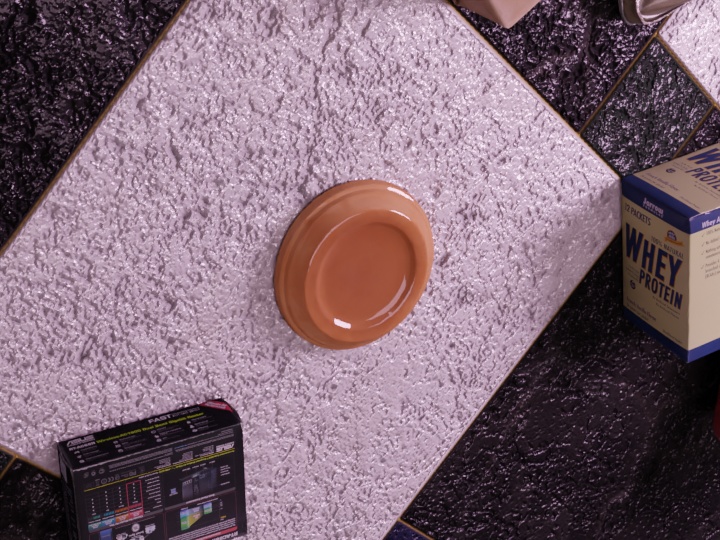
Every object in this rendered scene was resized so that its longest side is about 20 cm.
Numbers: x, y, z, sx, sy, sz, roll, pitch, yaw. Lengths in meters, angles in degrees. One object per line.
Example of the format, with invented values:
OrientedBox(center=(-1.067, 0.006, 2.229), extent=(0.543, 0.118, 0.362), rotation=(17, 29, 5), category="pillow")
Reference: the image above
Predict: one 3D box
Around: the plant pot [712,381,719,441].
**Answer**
OrientedBox(center=(0.574, 0.136, 1.804), extent=(0.198, 0.200, 0.180), rotation=(-15, 111, -23), category="plant pot")

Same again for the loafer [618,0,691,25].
OrientedBox(center=(0.376, -0.344, 1.514), extent=(0.199, 0.070, 0.076), rotation=(-38, 126, -9), category="loafer")

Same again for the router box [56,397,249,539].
OrientedBox(center=(-0.222, 0.239, 1.456), extent=(0.197, 0.062, 0.152), rotation=(-13, 118, -25), category="router box")

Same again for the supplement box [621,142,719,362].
OrientedBox(center=(0.442, -0.031, 1.667), extent=(0.198, 0.134, 0.203), rotation=(-20, 122, -21), category="supplement box")

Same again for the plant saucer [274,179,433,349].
OrientedBox(center=(0.000, 0.000, 1.485), extent=(0.197, 0.037, 0.203), rotation=(-14, 120, -24), category="plant saucer")

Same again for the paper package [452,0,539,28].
OrientedBox(center=(0.152, -0.382, 1.345), extent=(0.200, 0.103, 0.191), rotation=(-42, 126, -5), category="paper package")
